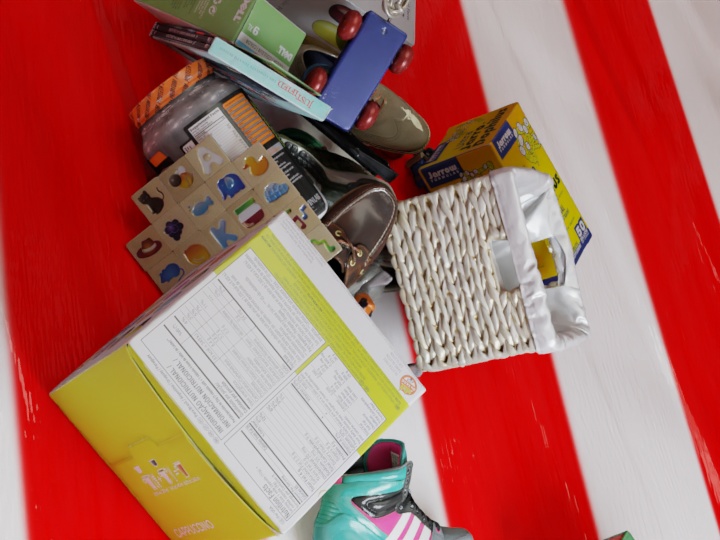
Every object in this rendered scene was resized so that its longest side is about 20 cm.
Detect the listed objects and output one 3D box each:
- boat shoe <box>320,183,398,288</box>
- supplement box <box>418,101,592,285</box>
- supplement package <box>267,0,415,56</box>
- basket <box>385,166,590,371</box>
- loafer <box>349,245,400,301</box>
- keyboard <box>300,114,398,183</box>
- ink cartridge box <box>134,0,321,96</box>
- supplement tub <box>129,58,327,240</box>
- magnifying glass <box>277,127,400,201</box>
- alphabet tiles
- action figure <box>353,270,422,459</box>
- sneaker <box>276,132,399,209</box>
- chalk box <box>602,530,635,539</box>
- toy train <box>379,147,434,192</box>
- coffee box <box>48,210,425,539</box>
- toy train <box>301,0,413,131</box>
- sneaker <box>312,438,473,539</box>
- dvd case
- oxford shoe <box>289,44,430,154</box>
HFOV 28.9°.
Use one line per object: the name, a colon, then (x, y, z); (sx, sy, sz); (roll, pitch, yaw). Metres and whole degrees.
boat shoe: (-0.030, -0.008, 1.410); (0.070, 0.070, 0.200); (41, 81, -10)
supplement box: (0.177, -0.081, 1.684); (0.200, 0.109, 0.109); (57, 39, -18)
supplement package: (-0.043, -0.324, 1.652); (0.200, 0.114, 0.110); (28, 46, -29)
basket: (0.138, 0.003, 1.515); (0.200, 0.160, 0.199); (-2, 78, -71)
loafer: (0.000, 0.000, 1.518); (0.200, 0.070, 0.070); (-9, 63, -48)
keyboard: (-0.025, -0.149, 1.547); (0.127, 0.021, 0.200); (27, 12, -46)
ink cartridge box: (-0.127, -0.255, 1.447); (0.200, 0.059, 0.104); (28, -1, 30)
supplement tub: (-0.136, -0.106, 1.412); (0.200, 0.122, 0.123); (53, 40, -3)
magnifying glass: (-0.025, -0.101, 1.599); (0.199, 0.022, 0.080); (23, 51, -31)
alphabet tiles: (-0.123, -0.023, 1.355); (0.200, 0.166, 0.006); (52, 6, -4)
action figure: (-0.020, 0.115, 1.433); (0.193, 0.104, 0.201); (-28, 116, -44)
sneaker: (-0.055, -0.108, 1.527); (0.199, 0.077, 0.089); (25, 25, -25)
chalk box: (0.252, 0.370, 1.484); (0.200, 0.124, 0.124); (54, 41, -5)
toy train: (0.040, -0.159, 1.689); (0.200, 0.034, 0.046); (42, 46, -16)
coffee box: (-0.110, 0.105, 1.209); (0.200, 0.200, 0.198); (52, 56, -6)
toy train: (0.007, -0.253, 1.512); (0.084, 0.200, 0.116); (30, 4, -20)
sneaker: (0.039, 0.228, 1.380); (0.199, 0.083, 0.121); (9, 86, -40)
dvd case: (-0.129, -0.209, 1.457); (0.146, 0.200, 0.022); (29, 91, -29)
oxford shoe: (-0.001, -0.194, 1.616); (0.199, 0.074, 0.071); (28, 86, -15)
